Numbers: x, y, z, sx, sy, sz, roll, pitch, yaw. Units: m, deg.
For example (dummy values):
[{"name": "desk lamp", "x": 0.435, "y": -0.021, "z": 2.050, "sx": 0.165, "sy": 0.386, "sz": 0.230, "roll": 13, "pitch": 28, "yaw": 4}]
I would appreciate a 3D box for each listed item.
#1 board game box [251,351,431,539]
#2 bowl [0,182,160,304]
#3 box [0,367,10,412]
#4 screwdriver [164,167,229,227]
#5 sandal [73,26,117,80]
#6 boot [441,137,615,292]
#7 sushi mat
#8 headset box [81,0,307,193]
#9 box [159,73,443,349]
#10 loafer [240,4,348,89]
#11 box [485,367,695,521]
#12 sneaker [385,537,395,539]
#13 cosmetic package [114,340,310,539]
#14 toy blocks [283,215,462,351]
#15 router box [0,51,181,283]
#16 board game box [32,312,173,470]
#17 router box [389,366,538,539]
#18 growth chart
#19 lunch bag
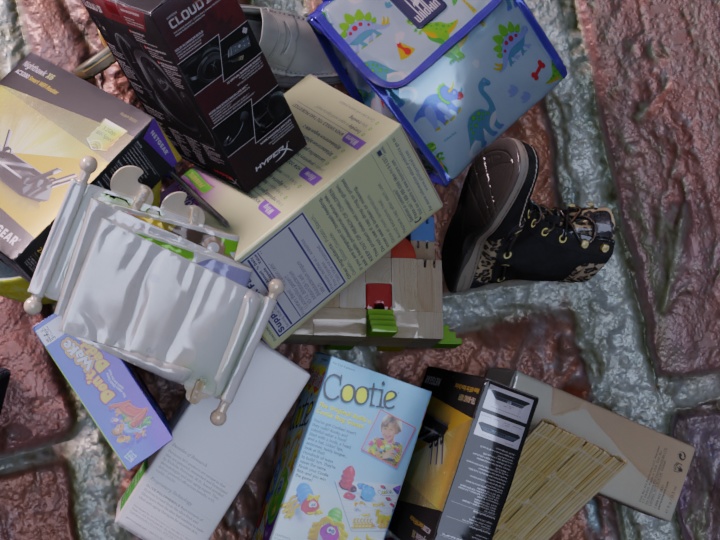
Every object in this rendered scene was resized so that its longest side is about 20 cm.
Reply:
[{"name": "board game box", "x": -0.021, "y": 0.189, "z": 1.073, "sx": 0.104, "sy": 0.103, "sz": 0.202, "roll": 20, "pitch": 85, "yaw": -9}, {"name": "bowl", "x": -0.252, "y": -0.042, "z": 1.022, "sx": 0.200, "sy": 0.200, "sz": 0.108, "roll": -42, "pitch": 137, "yaw": -9}, {"name": "box", "x": -0.404, "y": 0.167, "z": 0.999, "sx": 0.146, "sy": 0.104, "sz": 0.202, "roll": 16, "pitch": 85, "yaw": -10}, {"name": "screwdriver", "x": -0.163, "y": -0.077, "z": 1.024, "sx": 0.028, "sy": 0.200, "sz": 0.029, "roll": 6, "pitch": 117, "yaw": -39}, {"name": "sandal", "x": -0.205, "y": -0.254, "z": 1.063, "sx": 0.054, "sy": 0.080, "sz": 0.201, "roll": 41, "pitch": 75, "yaw": -18}, {"name": "boot", "x": 0.169, "y": -0.048, "z": 1.086, "sx": 0.149, "sy": 0.201, "sz": 0.074, "roll": 0, "pitch": 52, "yaw": -16}, {"name": "sushi mat", "x": 0.156, "y": 0.220, "z": 1.090, "sx": 0.095, "sy": 0.012, "sz": 0.201, "roll": 29, "pitch": 123, "yaw": -11}, {"name": "headset box", "x": -0.148, "y": -0.181, "z": 0.973, "sx": 0.077, "sy": 0.148, "sz": 0.201, "roll": -40, "pitch": 128, "yaw": -19}, {"name": "box", "x": -0.061, "y": -0.059, "z": 1.026, "sx": 0.199, "sy": 0.176, "sz": 0.097, "roll": -39, "pitch": 127, "yaw": -10}, {"name": "loafer", "x": -0.090, "y": -0.214, "z": 1.089, "sx": 0.197, "sy": 0.070, "sz": 0.071, "roll": 3, "pitch": 88, "yaw": -11}, {"name": "box", "x": 0.212, "y": 0.169, "z": 1.126, "sx": 0.198, "sy": 0.095, "sz": 0.079, "roll": 24, "pitch": 83, "yaw": -11}, {"name": "sneaker", "x": 0.030, "y": 0.363, "z": 1.090, "sx": 0.087, "sy": 0.081, "sz": 0.202, "roll": 21, "pitch": 85, "yaw": -8}, {"name": "cosmetic package", "x": -0.135, "y": 0.156, "z": 1.051, "sx": 0.084, "sy": 0.108, "sz": 0.201, "roll": 32, "pitch": 81, "yaw": -7}, {"name": "toy blocks", "x": 0.000, "y": 0.000, "z": 1.099, "sx": 0.197, "sy": 0.100, "sz": 0.139, "roll": 2, "pitch": 76, "yaw": -11}, {"name": "router box", "x": -0.267, "y": -0.086, "z": 0.955, "sx": 0.158, "sy": 0.199, "sz": 0.052, "roll": -49, "pitch": 140, "yaw": -16}, {"name": "board game box", "x": -0.218, "y": 0.092, "z": 0.989, "sx": 0.045, "sy": 0.200, "sz": 0.135, "roll": -33, "pitch": 94, "yaw": -11}, {"name": "router box", "x": 0.082, "y": 0.174, "z": 1.038, "sx": 0.052, "sy": 0.200, "sz": 0.159, "roll": 20, "pitch": 84, "yaw": -9}, {"name": "growth chart", "x": -0.155, "y": 0.013, "z": 0.890, "sx": 0.199, "sy": 0.018, "sz": 0.146, "roll": 31, "pitch": 84, "yaw": -19}, {"name": "lunch bag", "x": 0.069, "y": -0.209, "z": 1.078, "sx": 0.170, "sy": 0.127, "sz": 0.201, "roll": -41, "pitch": 108, "yaw": -10}]
